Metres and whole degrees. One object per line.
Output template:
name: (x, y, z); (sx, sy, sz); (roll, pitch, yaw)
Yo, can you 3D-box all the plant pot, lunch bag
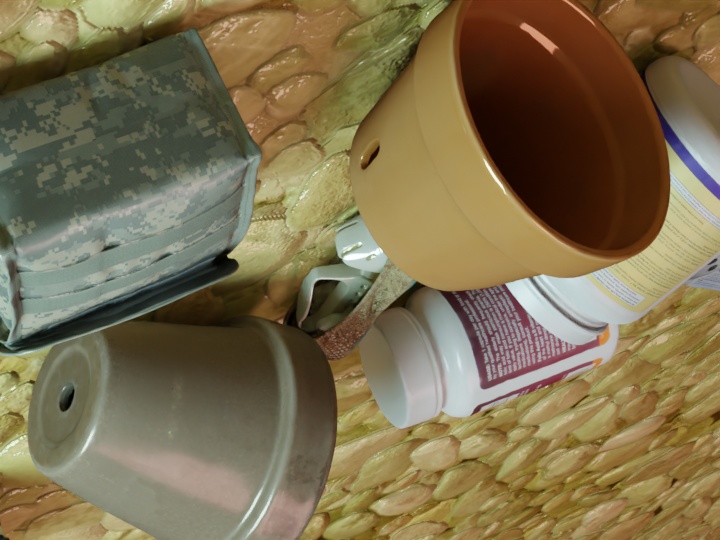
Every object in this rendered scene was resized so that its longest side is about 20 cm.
plant pot: (-0.141, 0.115, 1.230); (0.174, 0.201, 0.200); (20, 129, -35)
plant pot: (0.088, -0.075, 1.110); (0.199, 0.201, 0.140); (0, 159, -43)
lunch bag: (-0.157, -0.029, 1.018); (0.163, 0.118, 0.200); (-21, 159, -19)

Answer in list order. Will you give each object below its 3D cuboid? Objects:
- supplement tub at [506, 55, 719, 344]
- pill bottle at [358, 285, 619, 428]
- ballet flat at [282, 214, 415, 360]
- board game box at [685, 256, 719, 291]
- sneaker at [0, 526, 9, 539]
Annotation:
supplement tub: (0.208, -0.051, 1.297); (0.200, 0.146, 0.145); (-41, 151, 24)
pill bottle: (0.106, 0.055, 1.419); (0.199, 0.115, 0.114); (-18, 152, -19)
ballet flat: (0.000, 0.000, 1.279); (0.065, 0.071, 0.200); (9, 133, -30)
board game box: (0.398, -0.056, 1.584); (0.199, 0.044, 0.199); (-43, 150, 27)
sneaker: (-0.323, 0.266, 1.378); (0.073, 0.112, 0.200); (-14, 150, -25)
